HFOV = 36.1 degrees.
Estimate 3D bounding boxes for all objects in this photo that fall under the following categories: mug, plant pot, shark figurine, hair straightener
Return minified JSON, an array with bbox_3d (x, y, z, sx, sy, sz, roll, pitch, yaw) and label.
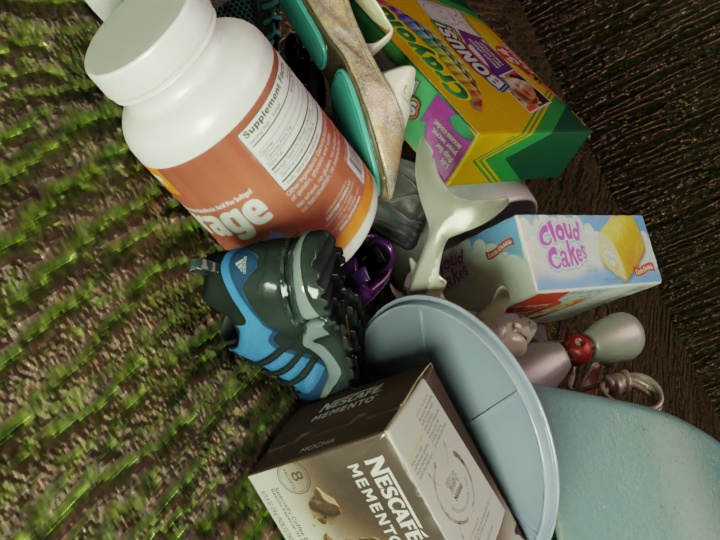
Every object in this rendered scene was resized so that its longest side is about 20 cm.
[{"bbox_3d":[0.044,-0.092,0.994,0.177,0.147,0.199,59,23,19],"label":"mug"},{"bbox_3d":[0.208,0.226,0.847,0.198,0.196,0.198,105,-14,-46],"label":"plant pot"},{"bbox_3d":[0.051,0.017,0.808,0.089,0.128,0.216,40,-14,38],"label":"shark figurine"},{"bbox_3d":[-0.047,-0.181,0.961,0.202,0.075,0.041,-101,180,-47],"label":"hair straightener"}]

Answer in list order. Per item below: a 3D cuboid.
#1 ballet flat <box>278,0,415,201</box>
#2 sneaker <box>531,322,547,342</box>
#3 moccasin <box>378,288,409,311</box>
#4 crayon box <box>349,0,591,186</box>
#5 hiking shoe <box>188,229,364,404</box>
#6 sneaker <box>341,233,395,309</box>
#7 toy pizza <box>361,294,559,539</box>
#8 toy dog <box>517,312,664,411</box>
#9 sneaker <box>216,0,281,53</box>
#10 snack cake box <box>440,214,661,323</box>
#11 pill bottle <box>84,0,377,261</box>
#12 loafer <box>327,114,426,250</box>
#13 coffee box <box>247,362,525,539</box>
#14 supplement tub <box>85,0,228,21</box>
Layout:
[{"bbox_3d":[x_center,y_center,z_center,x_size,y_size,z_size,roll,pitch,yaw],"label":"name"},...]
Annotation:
[{"bbox_3d":[0.001,-0.151,0.809,0.203,0.066,0.068,67,-16,8],"label":"ballet flat"},{"bbox_3d":[0.107,0.052,1.019,0.198,0.074,0.080,10,51,-39],"label":"sneaker"},{"bbox_3d":[0.056,0.112,0.868,0.077,0.074,0.204,4,59,-38],"label":"moccasin"},{"bbox_3d":[0.075,-0.162,0.933,0.171,0.059,0.201,-8,51,-49],"label":"crayon box"},{"bbox_3d":[-0.045,0.038,0.721,0.201,0.085,0.076,77,16,-55],"label":"hiking shoe"},{"bbox_3d":[0.000,0.000,0.857,0.075,0.086,0.200,61,21,-10],"label":"sneaker"},{"bbox_3d":[0.064,0.113,0.755,0.031,0.199,0.203,-17,81,-37],"label":"toy pizza"},{"bbox_3d":[0.152,0.103,0.955,0.097,0.196,0.133,99,-11,-47],"label":"toy dog"},{"bbox_3d":[-0.090,-0.204,0.859,0.202,0.090,0.078,60,21,-14],"label":"sneaker"},{"bbox_3d":[0.160,0.002,0.968,0.198,0.114,0.068,-3,74,-46],"label":"snack cake box"},{"bbox_3d":[-0.082,-0.087,0.718,0.200,0.111,0.113,48,26,-37],"label":"pill bottle"},{"bbox_3d":[-0.024,-0.094,0.858,0.198,0.073,0.073,30,1,-26],"label":"loafer"},{"bbox_3d":[0.033,0.174,0.687,0.202,0.112,0.080,61,34,-12],"label":"coffee box"},{"bbox_3d":[-0.097,-0.256,0.743,0.132,0.198,0.133,51,24,-33],"label":"supplement tub"}]
